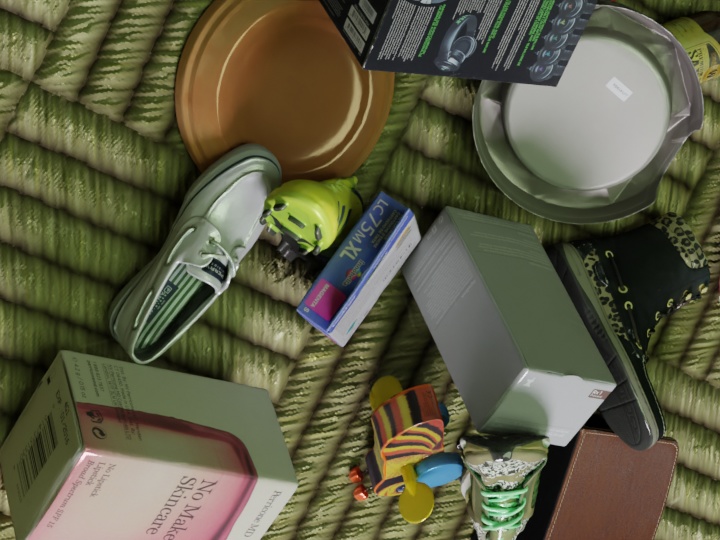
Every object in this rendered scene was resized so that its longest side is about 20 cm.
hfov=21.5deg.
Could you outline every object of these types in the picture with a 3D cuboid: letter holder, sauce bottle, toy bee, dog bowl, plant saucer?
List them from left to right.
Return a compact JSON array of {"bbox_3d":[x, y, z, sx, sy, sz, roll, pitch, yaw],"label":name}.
[{"bbox_3d":[-0.055,-0.147,1.551,0.199,0.037,0.202,-11,114,-27],"label":"plant saucer"},{"bbox_3d":[0.039,0.173,1.682,0.108,0.131,0.201,-20,131,4],"label":"toy bee"},{"bbox_3d":[0.202,0.230,1.802,0.141,0.100,0.202,10,103,-34],"label":"letter holder"},{"bbox_3d":[0.195,-0.143,1.636,0.198,0.059,0.202,1,117,2],"label":"dog bowl"},{"bbox_3d":[0.296,-0.199,1.719,0.199,0.066,0.067,-22,118,-20],"label":"sauce bottle"}]

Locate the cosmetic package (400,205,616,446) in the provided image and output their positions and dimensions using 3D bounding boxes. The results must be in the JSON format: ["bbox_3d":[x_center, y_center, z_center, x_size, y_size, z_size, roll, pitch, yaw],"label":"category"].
[{"bbox_3d":[0.124,0.046,1.618,0.106,0.201,0.090,13,130,-33],"label":"cosmetic package"}]

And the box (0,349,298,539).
[{"bbox_3d":[-0.172,0.160,1.528,0.199,0.109,0.128,14,126,-33],"label":"box"}]

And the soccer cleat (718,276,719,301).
[{"bbox_3d":[0.389,-0.052,1.838,0.076,0.066,0.202,-11,111,-60],"label":"soccer cleat"}]

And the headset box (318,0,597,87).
[{"bbox_3d":[0.069,-0.236,1.496,0.198,0.175,0.093,2,129,-30],"label":"headset box"}]

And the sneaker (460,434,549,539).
[{"bbox_3d":[0.122,0.192,1.581,0.076,0.200,0.089,-4,69,3],"label":"sneaker"}]

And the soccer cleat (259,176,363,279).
[{"bbox_3d":[-0.033,-0.051,1.526,0.064,0.200,0.084,34,82,8],"label":"soccer cleat"}]

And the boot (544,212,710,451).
[{"bbox_3d":[0.268,0.049,1.745,0.153,0.073,0.205,-19,77,-27],"label":"boot"}]

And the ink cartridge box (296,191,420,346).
[{"bbox_3d":[0.000,0.000,1.555,0.042,0.200,0.120,35,88,4],"label":"ink cartridge box"}]

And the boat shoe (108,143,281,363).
[{"bbox_3d":[-0.124,-0.007,1.521,0.073,0.067,0.201,28,104,-33],"label":"boat shoe"}]
